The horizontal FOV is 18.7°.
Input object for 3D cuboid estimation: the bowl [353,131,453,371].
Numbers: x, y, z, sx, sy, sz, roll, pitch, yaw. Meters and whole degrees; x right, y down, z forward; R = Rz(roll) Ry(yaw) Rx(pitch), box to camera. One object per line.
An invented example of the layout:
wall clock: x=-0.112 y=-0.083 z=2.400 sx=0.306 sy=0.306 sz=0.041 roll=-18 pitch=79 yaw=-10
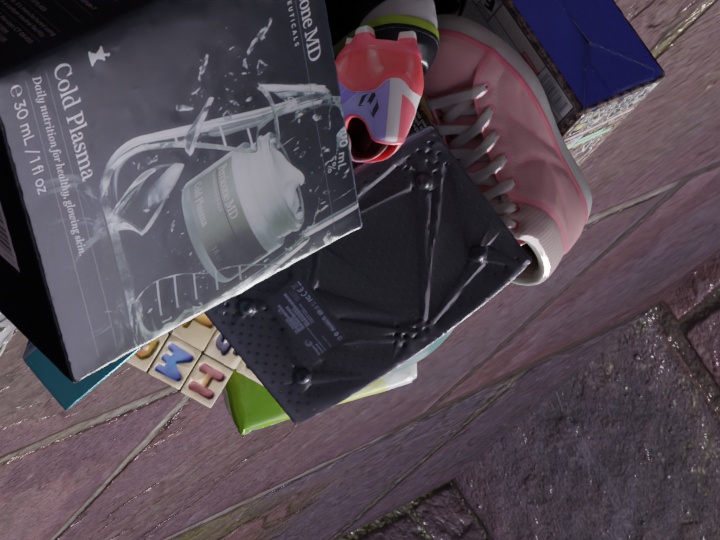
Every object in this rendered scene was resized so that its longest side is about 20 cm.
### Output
bowl: x=0.004 y=-0.006 z=1.569 sx=0.200 sy=0.202 sz=0.105 roll=-30 pitch=-152 yaw=-17

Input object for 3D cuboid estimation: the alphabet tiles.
alphabet tiles: x=-0.112 y=0.002 z=1.573 sx=0.199 sy=0.006 sz=0.167 roll=32 pitch=89 yaw=-38

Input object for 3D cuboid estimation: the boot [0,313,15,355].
boot: x=-0.254 y=0.018 z=1.496 sx=0.198 sy=0.074 sz=0.096 roll=-23 pitch=149 yaw=-10

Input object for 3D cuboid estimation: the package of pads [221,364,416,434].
package of pads: x=-0.046 y=0.008 z=1.668 sx=0.153 sy=0.202 sz=0.068 roll=-15 pitch=-164 yaw=-11

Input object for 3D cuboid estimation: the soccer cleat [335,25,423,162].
soccer cleat: x=-0.005 y=-0.096 z=1.407 sx=0.066 sy=0.077 sz=0.200 roll=7 pitch=167 yaw=-13

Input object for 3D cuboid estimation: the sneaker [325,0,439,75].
sneaker: x=-0.005 y=-0.162 z=1.488 sx=0.071 sy=0.084 sz=0.199 roll=13 pitch=165 yaw=-33

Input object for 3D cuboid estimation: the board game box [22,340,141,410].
board game box: x=-0.132 y=-0.001 z=1.447 sx=0.200 sy=0.047 sz=0.151 roll=-41 pitch=-171 yaw=-1

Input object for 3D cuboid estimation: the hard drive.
hard drive: x=0.000 y=0.000 z=1.473 sx=0.199 sy=0.135 sz=0.042 roll=-35 pitch=-159 yaw=10

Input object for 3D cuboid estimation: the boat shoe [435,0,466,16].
boat shoe: x=0.040 y=-0.189 z=1.519 sx=0.072 sy=0.063 sz=0.200 roll=-28 pitch=166 yaw=-23

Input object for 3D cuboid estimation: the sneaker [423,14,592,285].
sneaker: x=0.089 y=-0.076 z=1.513 sx=0.075 sy=0.201 sz=0.105 roll=-11 pitch=-144 yaw=39

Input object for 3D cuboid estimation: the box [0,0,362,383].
box: x=-0.121 y=-0.083 z=1.177 sx=0.196 sy=0.124 sz=0.201 roll=-30 pitch=132 yaw=-24

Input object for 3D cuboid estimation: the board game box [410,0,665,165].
board game box: x=0.105 y=-0.141 z=1.640 sx=0.096 sy=0.160 sz=0.200 roll=-23 pitch=165 yaw=-38
